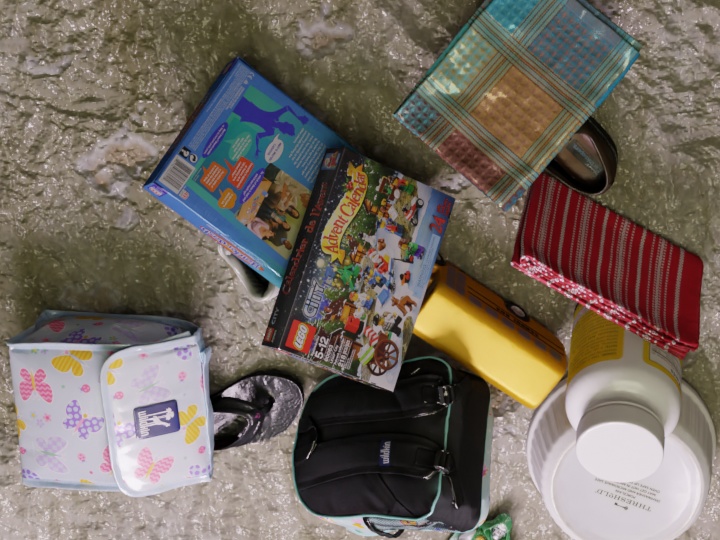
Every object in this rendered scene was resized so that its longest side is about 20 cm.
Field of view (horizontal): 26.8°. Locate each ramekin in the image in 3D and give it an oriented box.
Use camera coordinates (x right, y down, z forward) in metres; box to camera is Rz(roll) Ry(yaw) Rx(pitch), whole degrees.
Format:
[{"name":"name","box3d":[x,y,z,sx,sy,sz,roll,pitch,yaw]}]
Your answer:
[{"name":"ramekin","box3d":[0.274,0.203,1.579,0.201,0.094,0.203,2,114,4]}]

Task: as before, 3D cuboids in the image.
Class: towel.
[{"name":"towel","box3d":[0.244,-0.009,1.463,0.199,0.145,0.023,28,133,-8]},{"name":"towel","box3d":[0.146,-0.175,1.403,0.147,0.022,0.200,40,91,8]}]

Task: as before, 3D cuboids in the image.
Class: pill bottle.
[{"name":"pill bottle","box3d":[0.256,0.104,1.469,0.111,0.200,0.112,7,131,8]}]

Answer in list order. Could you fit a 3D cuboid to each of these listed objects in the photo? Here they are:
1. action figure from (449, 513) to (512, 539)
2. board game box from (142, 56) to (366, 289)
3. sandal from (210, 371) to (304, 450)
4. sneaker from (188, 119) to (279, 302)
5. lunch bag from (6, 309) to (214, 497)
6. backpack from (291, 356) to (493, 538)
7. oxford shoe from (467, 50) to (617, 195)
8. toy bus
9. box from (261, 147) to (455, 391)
[{"name":"action figure","box3d":[0.114,0.349,1.683,0.118,0.055,0.200,27,109,-4]},{"name":"board game box","box3d":[-0.085,-0.084,1.460,0.200,0.045,0.152,37,74,-15]},{"name":"sandal","box3d":[-0.152,0.167,1.625,0.200,0.048,0.076,-19,110,14]},{"name":"sneaker","box3d":[-0.119,-0.061,1.502,0.074,0.089,0.201,-20,109,15]},{"name":"lunch bag","box3d":[-0.251,0.136,1.566,0.199,0.127,0.170,3,109,11]},{"name":"backpack","box3d":[0.035,0.187,1.546,0.199,0.177,0.153,-7,158,30]},{"name":"oxford shoe","box3d":[0.171,-0.147,1.439,0.200,0.084,0.073,38,114,-10]},{"name":"toy bus","box3d":[0.111,0.054,1.536,0.200,0.078,0.065,33,112,-10]},{"name":"box","box3d":[0.000,0.000,1.448,0.136,0.038,0.201,22,82,-31]}]
